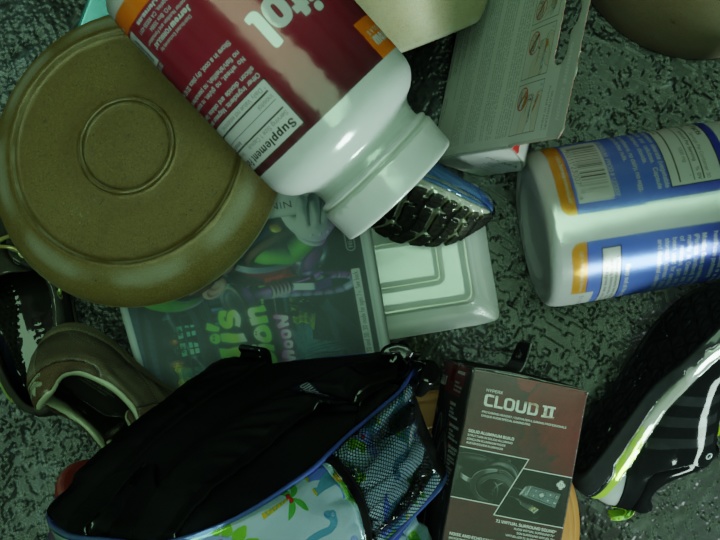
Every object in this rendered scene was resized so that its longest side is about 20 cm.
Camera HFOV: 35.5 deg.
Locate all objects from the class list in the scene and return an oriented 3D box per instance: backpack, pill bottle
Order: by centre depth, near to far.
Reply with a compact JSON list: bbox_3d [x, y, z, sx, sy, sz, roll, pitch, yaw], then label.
[{"bbox_3d":[-0.062,0.146,0.655,0.182,0.200,0.148,-5,109,41],"label":"backpack"},{"bbox_3d":[-0.044,-0.120,0.665,0.113,0.113,0.200,-44,98,-3],"label":"pill bottle"},{"bbox_3d":[0.218,-0.044,0.800,0.198,0.112,0.113,-9,88,-2],"label":"pill bottle"}]

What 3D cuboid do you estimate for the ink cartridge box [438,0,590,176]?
[{"bbox_3d":[0.119,-0.152,0.757,0.050,0.200,0.163,13,87,-21],"label":"ink cartridge box"}]

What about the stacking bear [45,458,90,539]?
[{"bbox_3d":[-0.178,0.245,0.781,0.121,0.113,0.202,9,99,-36],"label":"stacking bear"}]

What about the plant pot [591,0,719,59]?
[{"bbox_3d":[0.259,-0.265,0.799,0.198,0.134,0.203,0,87,-1],"label":"plant pot"}]

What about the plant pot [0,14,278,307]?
[{"bbox_3d":[-0.148,-0.078,0.727,0.198,0.027,0.202,-1,80,7],"label":"plant pot"}]

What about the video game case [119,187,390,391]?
[{"bbox_3d":[-0.074,0.031,0.779,0.180,0.023,0.202,-7,116,5],"label":"video game case"}]

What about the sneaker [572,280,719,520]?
[{"bbox_3d":[0.230,0.096,0.808,0.082,0.072,0.201,31,111,-14],"label":"sneaker"}]

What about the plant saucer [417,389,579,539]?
[{"bbox_3d":[0.065,0.189,0.823,0.198,0.037,0.202,0,88,-2],"label":"plant saucer"}]

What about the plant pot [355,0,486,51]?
[{"bbox_3d":[0.016,-0.218,0.762,0.199,0.200,0.136,-20,101,-2],"label":"plant pot"}]

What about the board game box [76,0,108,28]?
[{"bbox_3d":[-0.145,-0.107,0.803,0.150,0.047,0.202,22,85,-18],"label":"board game box"}]

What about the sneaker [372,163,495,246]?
[{"bbox_3d":[0.011,-0.088,0.791,0.199,0.079,0.090,27,59,-13],"label":"sneaker"}]

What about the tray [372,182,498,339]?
[{"bbox_3d":[0.000,0.000,0.837,0.198,0.022,0.109,-9,87,-2],"label":"tray"}]

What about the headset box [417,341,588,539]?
[{"bbox_3d":[0.083,0.145,0.733,0.076,0.149,0.202,12,86,-2],"label":"headset box"}]

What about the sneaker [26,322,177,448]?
[{"bbox_3d":[-0.139,0.114,0.766,0.199,0.076,0.071,31,114,-15],"label":"sneaker"}]

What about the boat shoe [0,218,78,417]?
[{"bbox_3d":[-0.245,0.005,0.810,0.071,0.061,0.203,-17,88,-1],"label":"boat shoe"}]
